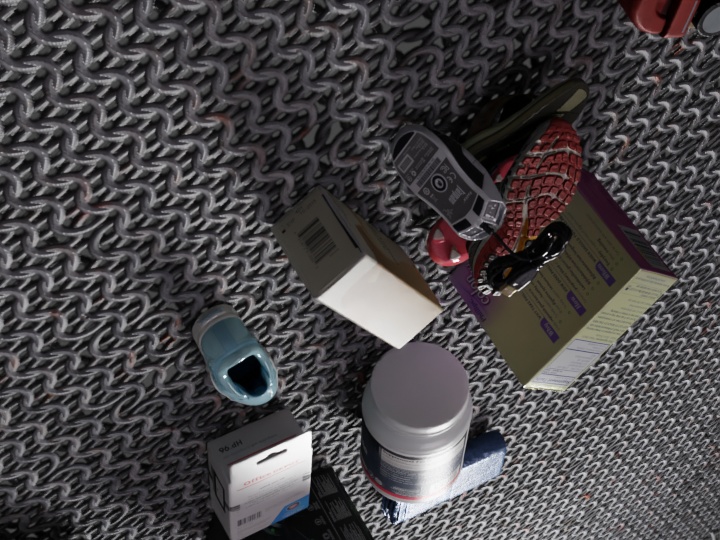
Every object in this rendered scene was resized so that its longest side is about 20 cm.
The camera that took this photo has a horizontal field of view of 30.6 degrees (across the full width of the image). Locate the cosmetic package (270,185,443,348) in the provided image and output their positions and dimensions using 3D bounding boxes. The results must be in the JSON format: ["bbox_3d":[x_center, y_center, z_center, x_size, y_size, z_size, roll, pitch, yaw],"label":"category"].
[{"bbox_3d":[0.000,0.000,1.374,0.071,0.106,0.200,-40,151,10],"label":"cosmetic package"}]

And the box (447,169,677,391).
[{"bbox_3d":[0.233,0.009,1.541,0.096,0.176,0.200,11,127,-50],"label":"box"}]

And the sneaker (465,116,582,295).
[{"bbox_3d":[0.158,-0.075,1.362,0.077,0.082,0.201,10,124,-28],"label":"sneaker"}]

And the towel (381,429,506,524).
[{"bbox_3d":[0.125,0.308,1.990,0.199,0.049,0.112,-21,148,-20],"label":"towel"}]

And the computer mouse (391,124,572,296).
[{"bbox_3d":[0.113,-0.072,1.309,0.044,0.200,0.110,-36,171,-44],"label":"computer mouse"}]

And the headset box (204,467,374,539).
[{"bbox_3d":[-0.091,0.381,1.755,0.199,0.175,0.093,-15,145,-31],"label":"headset box"}]

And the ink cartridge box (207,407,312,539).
[{"bbox_3d":[-0.125,0.245,1.634,0.115,0.068,0.201,-22,148,-20],"label":"ink cartridge box"}]

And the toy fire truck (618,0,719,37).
[{"bbox_3d":[0.277,-0.294,1.227,0.198,0.129,0.177,-7,143,-19],"label":"toy fire truck"}]

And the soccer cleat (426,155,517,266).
[{"bbox_3d":[0.156,-0.076,1.473,0.199,0.067,0.076,-38,180,-3],"label":"soccer cleat"}]

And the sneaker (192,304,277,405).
[{"bbox_3d":[-0.127,0.117,1.436,0.074,0.082,0.200,-32,150,-1],"label":"sneaker"}]

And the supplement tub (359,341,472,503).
[{"bbox_3d":[0.070,0.196,1.684,0.139,0.141,0.201,-23,148,-18],"label":"supplement tub"}]

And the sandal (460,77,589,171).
[{"bbox_3d":[0.141,-0.148,1.356,0.200,0.058,0.080,-28,159,19],"label":"sandal"}]
